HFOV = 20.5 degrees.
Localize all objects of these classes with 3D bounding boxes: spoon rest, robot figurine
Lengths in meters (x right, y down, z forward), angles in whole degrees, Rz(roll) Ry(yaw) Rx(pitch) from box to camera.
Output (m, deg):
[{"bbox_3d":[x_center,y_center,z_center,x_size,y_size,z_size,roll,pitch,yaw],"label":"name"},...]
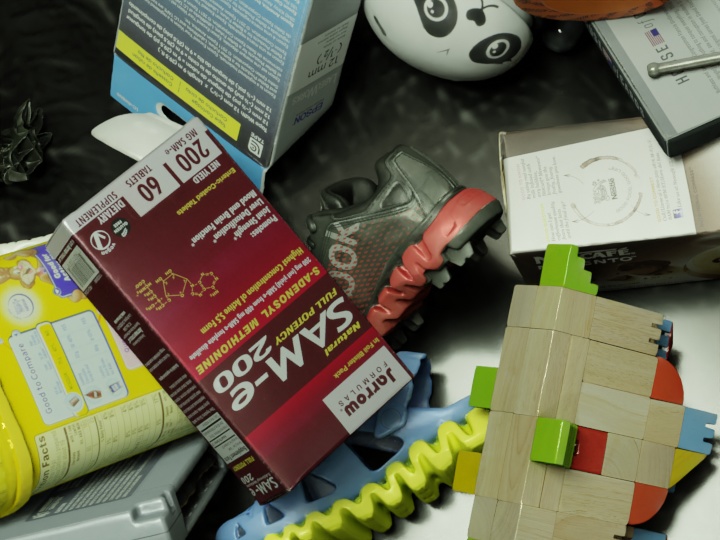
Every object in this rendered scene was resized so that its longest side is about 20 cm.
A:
[{"bbox_3d":[-0.079,-0.044,1.257,0.200,0.099,0.061,23,91,-13],"label":"spoon rest"},{"bbox_3d":[0.081,-0.218,1.265,0.150,0.125,0.200,24,83,23],"label":"robot figurine"}]

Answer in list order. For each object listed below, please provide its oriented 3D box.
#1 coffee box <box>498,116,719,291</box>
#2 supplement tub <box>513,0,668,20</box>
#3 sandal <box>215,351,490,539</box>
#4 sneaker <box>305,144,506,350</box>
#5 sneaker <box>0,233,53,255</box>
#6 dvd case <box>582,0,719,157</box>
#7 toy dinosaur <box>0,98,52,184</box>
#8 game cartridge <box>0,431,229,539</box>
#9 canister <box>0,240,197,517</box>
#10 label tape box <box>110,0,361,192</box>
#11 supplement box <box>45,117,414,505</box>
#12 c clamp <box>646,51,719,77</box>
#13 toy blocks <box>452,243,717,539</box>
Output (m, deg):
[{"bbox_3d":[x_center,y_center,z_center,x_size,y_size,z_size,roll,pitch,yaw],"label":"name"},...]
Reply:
[{"bbox_3d":[0.191,-0.043,1.205,0.200,0.113,0.080,-6,75,11],"label":"coffee box"},{"bbox_3d":[0.130,-0.254,1.151,0.122,0.123,0.200,-4,78,12],"label":"supplement tub"},{"bbox_3d":[-0.004,0.119,1.234,0.200,0.080,0.087,-30,69,-5],"label":"sandal"},{"bbox_3d":[0.000,0.000,1.223,0.098,0.071,0.200,46,126,8],"label":"sneaker"},{"bbox_3d":[-0.228,0.046,1.296,0.200,0.077,0.111,-14,65,2],"label":"sneaker"},{"bbox_3d":[0.239,-0.163,1.180,0.200,0.025,0.150,-24,55,-2],"label":"dvd case"},{"bbox_3d":[-0.289,-0.083,1.334,0.136,0.102,0.200,-17,73,14],"label":"toy dinosaur"},{"bbox_3d":[-0.157,0.141,1.201,0.133,0.200,0.042,-18,98,10],"label":"game cartridge"},{"bbox_3d":[-0.170,0.050,1.190,0.200,0.087,0.149,-19,79,-36],"label":"canister"},{"bbox_3d":[-0.082,-0.160,1.287,0.143,0.200,0.066,38,50,19],"label":"label tape box"},{"bbox_3d":[-0.076,0.024,1.156,0.109,0.061,0.200,-41,92,-24],"label":"supplement box"},{"bbox_3d":[0.250,-0.208,1.168,0.170,0.027,0.200,-3,63,8],"label":"c clamp"},{"bbox_3d":[0.145,0.097,1.174,0.137,0.100,0.200,14,84,-28],"label":"toy blocks"}]
